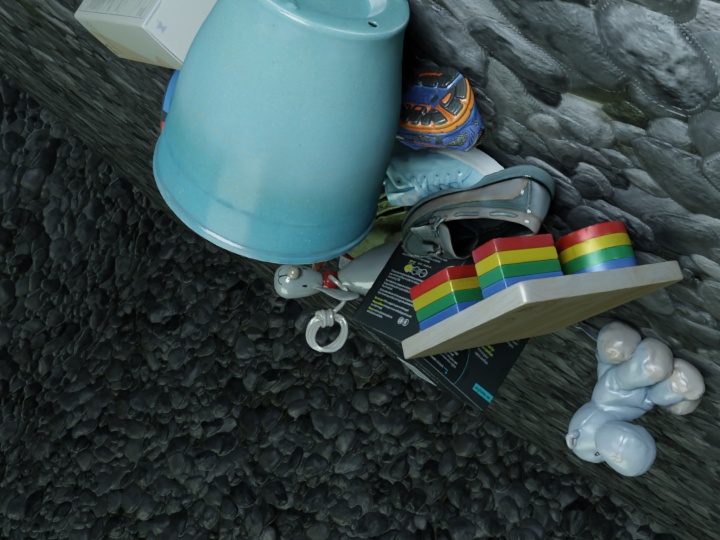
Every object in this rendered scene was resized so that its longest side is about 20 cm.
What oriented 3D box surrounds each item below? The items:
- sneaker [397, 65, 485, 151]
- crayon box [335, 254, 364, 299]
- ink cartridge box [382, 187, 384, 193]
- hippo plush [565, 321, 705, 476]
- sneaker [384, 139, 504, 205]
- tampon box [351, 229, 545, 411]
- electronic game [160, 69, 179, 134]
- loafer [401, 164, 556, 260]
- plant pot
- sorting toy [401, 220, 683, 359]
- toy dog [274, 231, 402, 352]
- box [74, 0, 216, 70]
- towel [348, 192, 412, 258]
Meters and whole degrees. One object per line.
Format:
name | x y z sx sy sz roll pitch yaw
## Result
sneaker | 0.036 -0.148 0.786 0.199 0.076 0.078 28 173 45
crayon box | 0.088 0.024 1.271 0.171 0.059 0.199 -4 -158 -45
ink cartridge box | -0.018 -0.138 1.081 0.109 0.051 0.199 39 170 -21
hippo plush | 0.324 0.168 1.076 0.199 0.162 0.159 24 167 46
sneaker | 0.071 -0.095 0.888 0.198 0.083 0.074 25 168 40
tampon box | 0.117 0.025 0.960 0.150 0.201 0.126 41 168 -33
electronic game | -0.236 -0.198 1.173 0.041 0.204 0.199 -3 -164 -37
loafer | 0.104 -0.043 0.828 0.071 0.064 0.199 32 148 -26
plant pot | -0.053 -0.143 0.658 0.198 0.200 0.190 32 133 10
sorting toy | 0.162 0.016 0.802 0.196 0.071 0.200 -6 164 -30
toy dog | 0.000 0.000 1.025 0.133 0.198 0.097 59 162 17
box | -0.235 -0.292 0.944 0.199 0.096 0.078 26 169 48
towel | 0.038 -0.051 1.115 0.146 0.037 0.199 -12 158 28
